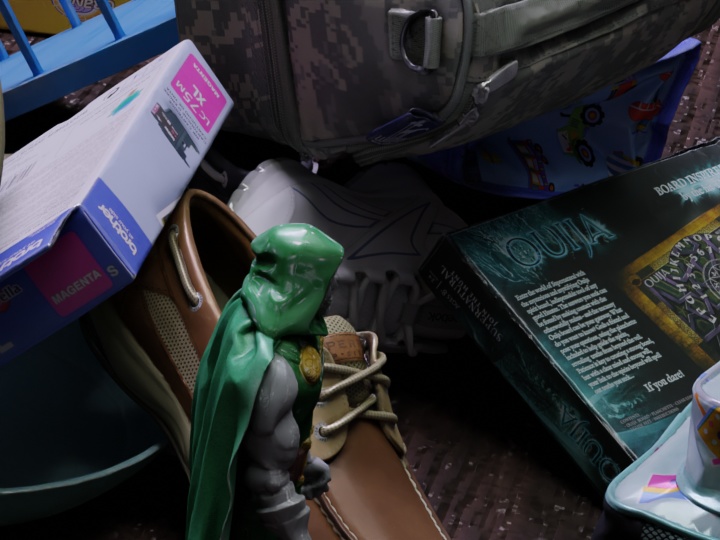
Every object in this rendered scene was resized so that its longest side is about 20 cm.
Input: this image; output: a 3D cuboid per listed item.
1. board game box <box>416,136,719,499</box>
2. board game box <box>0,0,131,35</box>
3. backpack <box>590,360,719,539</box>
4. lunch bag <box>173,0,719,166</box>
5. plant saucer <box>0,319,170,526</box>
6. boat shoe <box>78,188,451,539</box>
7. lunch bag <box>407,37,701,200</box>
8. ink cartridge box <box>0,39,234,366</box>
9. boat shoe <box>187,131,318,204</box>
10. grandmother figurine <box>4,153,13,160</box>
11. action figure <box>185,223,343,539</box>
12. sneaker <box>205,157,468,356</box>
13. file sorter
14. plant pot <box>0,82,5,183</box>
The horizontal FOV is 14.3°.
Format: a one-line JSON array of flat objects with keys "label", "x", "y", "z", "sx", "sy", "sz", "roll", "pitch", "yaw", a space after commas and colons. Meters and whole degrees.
[{"label": "board game box", "x": 0.133, "y": 0.018, "z": 1.217, "sx": 0.200, "sy": 0.028, "sz": 0.135, "roll": -19, "pitch": 62, "yaw": -45}, {"label": "board game box", "x": -0.129, "y": -0.169, "z": 1.545, "sx": 0.199, "sy": 0.040, "sz": 0.153, "roll": 6, "pitch": 26, "yaw": -6}, {"label": "backpack", "x": 0.192, "y": 0.103, "z": 0.991, "sx": 0.199, "sy": 0.154, "sz": 0.176, "roll": 26, "pitch": 25, "yaw": 18}, {"label": "lunch bag", "x": 0.040, "y": -0.123, "z": 1.177, "sx": 0.167, "sy": 0.140, "sz": 0.200, "roll": 12, "pitch": 25, "yaw": 43}, {"label": "plant saucer", "x": -0.162, "y": 0.047, "z": 1.107, "sx": 0.199, "sy": 0.036, "sz": 0.200, "roll": 8, "pitch": 27, "yaw": -4}, {"label": "boat shoe", "x": -0.027, "y": 0.050, "z": 1.052, "sx": 0.200, "sy": 0.074, "sz": 0.076, "roll": 47, "pitch": 29, "yaw": 23}, {"label": "lunch bag", "x": 0.037, "y": -0.087, "z": 1.348, "sx": 0.150, "sy": 0.094, "sz": 0.200, "roll": 32, "pitch": 27, "yaw": 30}, {"label": "ink cartridge box", "x": -0.122, "y": -0.010, "z": 1.075, "sx": 0.042, "sy": 0.119, "sz": 0.200, "roll": 53, "pitch": 23, "yaw": -12}, {"label": "boat shoe", "x": -0.057, "y": -0.059, "z": 1.326, "sx": 0.074, "sy": 0.061, "sz": 0.200, "roll": 5, "pitch": 26, "yaw": -8}, {"label": "grandmother figurine", "x": -0.213, "y": -0.038, "z": 1.235, "sx": 0.199, "sy": 0.061, "sz": 0.122, "roll": 9, "pitch": 47, "yaw": 3}, {"label": "action figure", "x": -0.034, "y": 0.076, "z": 0.904, "sx": 0.054, "sy": 0.201, "sz": 0.118, "roll": 8, "pitch": 27, "yaw": -5}, {"label": "sneaker", "x": 0.000, "y": 0.000, "z": 1.198, "sx": 0.087, "sy": 0.075, "sz": 0.200, "roll": 33, "pitch": 25, "yaw": 25}, {"label": "file sorter", "x": -0.140, "y": -0.150, "z": 1.305, "sx": 0.199, "sy": 0.123, "sz": 0.139, "roll": -20, "pitch": 14, "yaw": 28}, {"label": "plant pot", "x": -0.208, "y": -0.057, "z": 1.017, "sx": 0.200, "sy": 0.201, "sz": 0.183, "roll": 11, "pitch": 7, "yaw": 2}]
